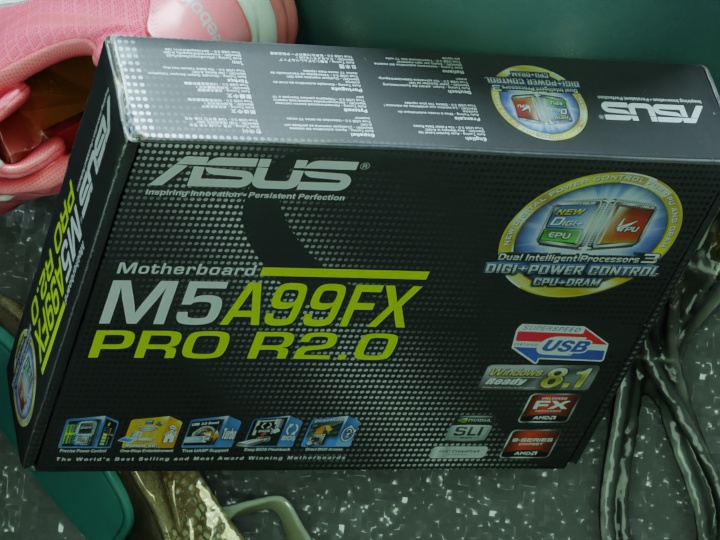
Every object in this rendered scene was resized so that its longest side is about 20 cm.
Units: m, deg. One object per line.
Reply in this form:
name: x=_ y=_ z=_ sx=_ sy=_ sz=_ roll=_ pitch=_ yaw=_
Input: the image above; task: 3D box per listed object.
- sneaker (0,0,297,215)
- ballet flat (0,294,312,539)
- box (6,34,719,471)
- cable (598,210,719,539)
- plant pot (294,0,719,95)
sneaker: x=-0.114 y=-0.055 z=0.907 sx=0.200 sy=0.087 sz=0.074 roll=-23 pitch=106 yaw=41
ballet flat: x=-0.061 y=0.084 z=0.959 sx=0.065 sy=0.070 sz=0.201 roll=-32 pitch=89 yaw=-28
box: x=0.000 y=0.000 z=0.881 sx=0.199 sy=0.161 sz=0.044 roll=1 pitch=50 yaw=-21
cable: x=0.102 y=0.013 z=0.958 sx=0.097 sy=0.050 sz=0.201 roll=12 pitch=85 yaw=-1
plant pot: x=0.047 y=-0.147 z=0.894 sx=0.199 sy=0.161 sz=0.202 roll=-2 pitch=74 yaw=7
